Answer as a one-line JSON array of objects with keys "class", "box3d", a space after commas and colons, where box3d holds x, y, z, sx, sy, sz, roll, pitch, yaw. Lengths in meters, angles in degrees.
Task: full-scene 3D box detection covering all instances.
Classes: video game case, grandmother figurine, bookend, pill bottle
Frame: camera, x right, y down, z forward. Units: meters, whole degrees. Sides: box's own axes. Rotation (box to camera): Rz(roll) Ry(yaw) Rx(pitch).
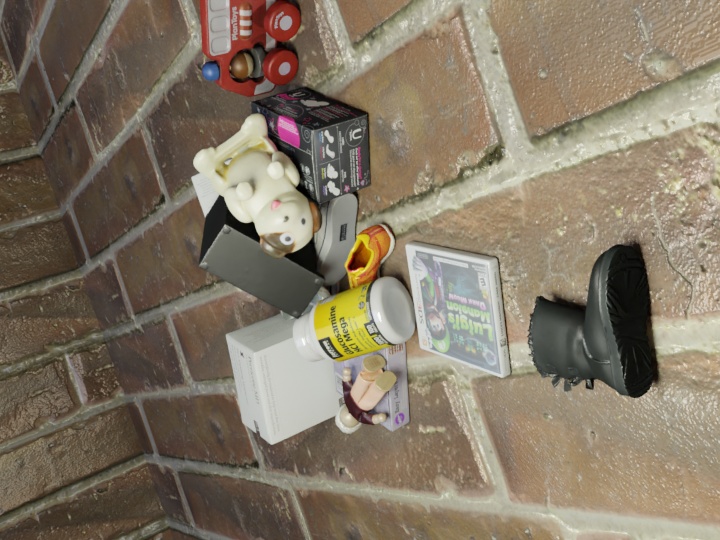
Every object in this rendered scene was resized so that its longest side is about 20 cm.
[{"class": "video game case", "box3d": [0.147, 0.056, 1.299, 0.199, 0.023, 0.184, 15, 119, 54]}, {"class": "grandmother figurine", "box3d": [0.000, 0.228, 1.504, 0.122, 0.060, 0.201, 62, 147, 29]}, {"class": "bookend", "box3d": [-0.173, -0.042, 1.483, 0.092, 0.197, 0.201, -53, 22, 20]}, {"class": "pill bottle", "box3d": [-0.015, 0.090, 1.421, 0.199, 0.112, 0.114, -21, 89, 33]}]

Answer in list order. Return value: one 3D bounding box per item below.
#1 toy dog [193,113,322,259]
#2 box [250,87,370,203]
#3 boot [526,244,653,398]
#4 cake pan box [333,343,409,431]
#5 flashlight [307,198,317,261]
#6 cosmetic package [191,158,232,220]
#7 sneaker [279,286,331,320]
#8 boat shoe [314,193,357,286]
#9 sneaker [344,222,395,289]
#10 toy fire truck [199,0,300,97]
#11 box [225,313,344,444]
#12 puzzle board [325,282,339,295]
[{"class": "toy dog", "box3d": [-0.156, -0.114, 1.363, 0.200, 0.139, 0.195, 50, 162, 26]}, {"class": "box", "box3d": [-0.084, -0.215, 1.427, 0.199, 0.114, 0.134, 33, 135, 46]}, {"class": "boot", "box3d": [0.279, 0.061, 1.051, 0.162, 0.073, 0.201, 13, 118, 58]}, {"class": "cake pan box", "box3d": [0.014, 0.175, 1.551, 0.184, 0.052, 0.202, 26, 128, 52]}, {"class": "flashlight", "box3d": [-0.103, -0.084, 1.539, 0.068, 0.067, 0.202, -99, 3, -62]}, {"class": "cosmetic package", "box3d": [-0.243, -0.105, 1.642, 0.071, 0.100, 0.202, 5, -116, -79]}, {"class": "sneaker", "box3d": [-0.093, 0.048, 1.583, 0.200, 0.080, 0.071, -9, 100, 65]}, {"class": "boat shoe", "box3d": [-0.053, -0.066, 1.503, 0.066, 0.071, 0.202, 47, 144, 40]}, {"class": "sneaker", "box3d": [0.000, 0.000, 1.451, 0.073, 0.077, 0.201, 46, 143, 32]}, {"class": "toy fire truck", "box3d": [-0.203, -0.398, 1.459, 0.112, 0.167, 0.202, 42, 139, 38]}, {"class": "box", "box3d": [-0.139, 0.200, 1.661, 0.130, 0.198, 0.201, 18, 122, 53]}, {"class": "puzzle board", "box3d": [-0.087, -0.033, 1.627, 0.150, 0.017, 0.202, 39, 137, 42]}]
